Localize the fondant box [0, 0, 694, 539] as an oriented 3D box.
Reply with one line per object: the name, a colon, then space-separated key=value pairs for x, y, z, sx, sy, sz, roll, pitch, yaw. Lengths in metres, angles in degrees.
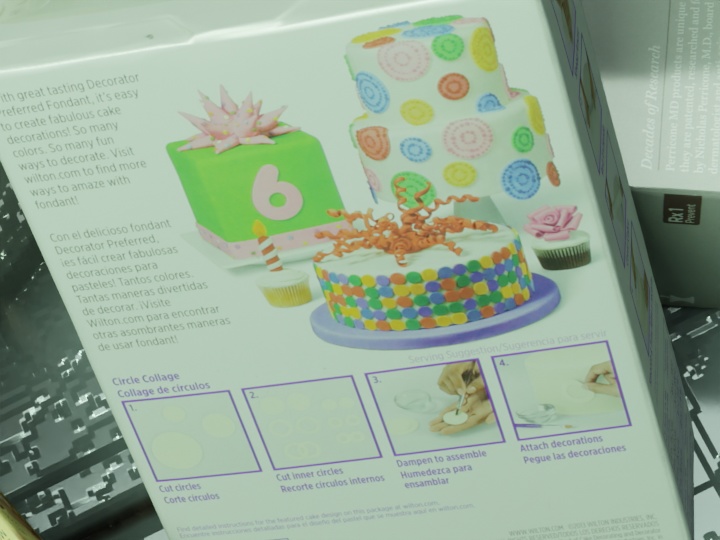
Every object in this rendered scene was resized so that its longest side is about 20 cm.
fondant box: x=0.000 y=0.000 z=0.729 sx=0.144 sy=0.200 sz=0.058 roll=-8 pitch=40 yaw=15

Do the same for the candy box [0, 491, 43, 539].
candy box: x=-0.087 y=0.116 z=0.753 sx=0.055 sy=0.115 sz=0.200 roll=-41 pitch=72 yaw=-7

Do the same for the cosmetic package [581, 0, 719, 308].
cosmetic package: x=0.054 y=-0.044 z=0.799 sx=0.199 sy=0.107 sz=0.090 roll=0 pitch=72 yaw=8
